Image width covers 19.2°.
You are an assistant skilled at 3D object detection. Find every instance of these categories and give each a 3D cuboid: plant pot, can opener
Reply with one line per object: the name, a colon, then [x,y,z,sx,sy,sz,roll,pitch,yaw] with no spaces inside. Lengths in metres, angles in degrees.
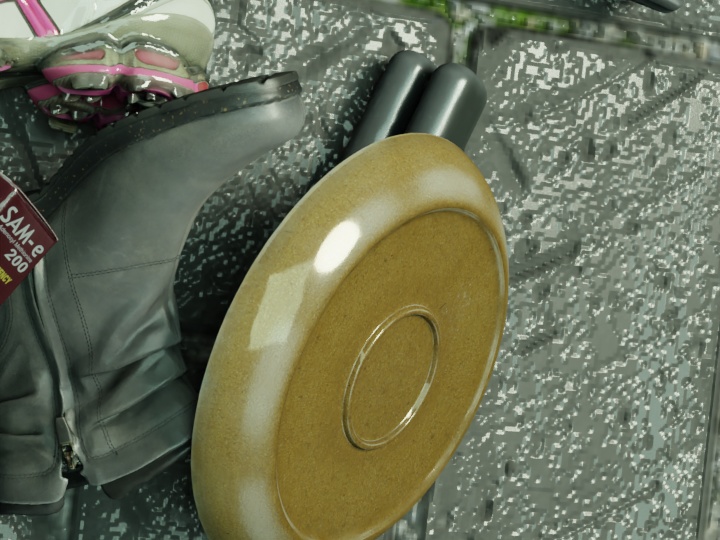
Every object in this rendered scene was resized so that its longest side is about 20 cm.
plant pot: [0.006,0.041,0.899,0.200,0.027,0.202,-35,137,-40]
can opener: [0.000,0.000,0.953,0.066,0.052,0.201,29,83,-54]

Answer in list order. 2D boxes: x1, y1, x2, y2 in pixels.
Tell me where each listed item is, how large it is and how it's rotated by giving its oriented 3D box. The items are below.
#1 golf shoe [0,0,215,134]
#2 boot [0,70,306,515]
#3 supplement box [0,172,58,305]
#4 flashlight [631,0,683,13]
golf shoe: [-0.155,-0.114,0.877,0.198,0.072,0.093,10,70,-27]
boot: [-0.083,0.012,0.857,0.199,0.070,0.133,-27,87,26]
supplement box: [-0.222,0.022,0.803,0.109,0.061,0.200,38,81,19]
flashlight: [0.067,-0.181,0.954,0.199,0.068,0.069,20,81,-22]
